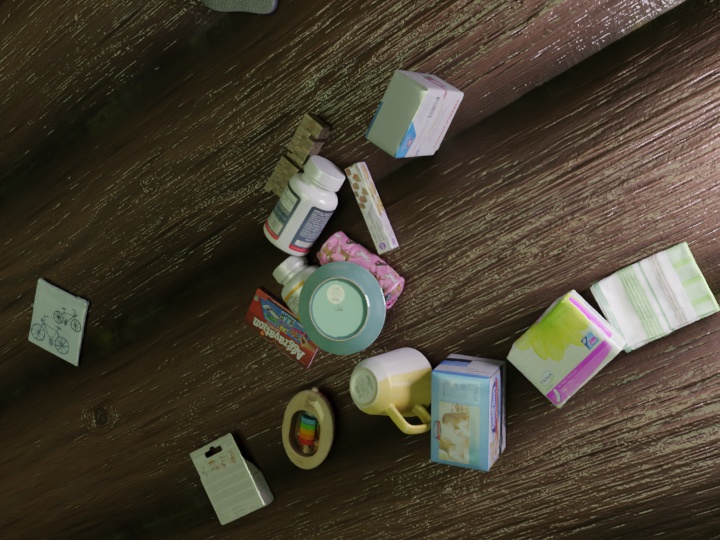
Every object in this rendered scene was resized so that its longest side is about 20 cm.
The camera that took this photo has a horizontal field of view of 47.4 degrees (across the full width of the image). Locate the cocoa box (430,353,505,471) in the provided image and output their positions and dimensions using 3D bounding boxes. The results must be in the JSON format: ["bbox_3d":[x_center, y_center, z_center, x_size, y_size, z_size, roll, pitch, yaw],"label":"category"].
[{"bbox_3d":[0.226,0.295,1.718,0.131,0.131,0.204,4,102,24],"label":"cocoa box"}]

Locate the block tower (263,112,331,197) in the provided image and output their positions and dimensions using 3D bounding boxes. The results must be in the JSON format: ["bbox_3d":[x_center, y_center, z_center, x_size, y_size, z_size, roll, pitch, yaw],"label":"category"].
[{"bbox_3d":[-0.138,-0.251,1.827,0.058,0.054,0.201,41,115,13],"label":"block tower"}]

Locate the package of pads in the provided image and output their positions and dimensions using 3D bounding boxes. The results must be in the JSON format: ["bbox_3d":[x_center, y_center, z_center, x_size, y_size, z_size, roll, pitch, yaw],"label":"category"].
[{"bbox_3d":[0.402,0.154,1.627,0.154,0.068,0.201,44,124,12],"label":"package of pads"}]

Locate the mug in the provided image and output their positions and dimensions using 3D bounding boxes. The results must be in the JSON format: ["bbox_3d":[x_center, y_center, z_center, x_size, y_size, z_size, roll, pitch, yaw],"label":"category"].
[{"bbox_3d":[0.069,0.247,1.742,0.185,0.152,0.152,15,98,41],"label":"mug"}]

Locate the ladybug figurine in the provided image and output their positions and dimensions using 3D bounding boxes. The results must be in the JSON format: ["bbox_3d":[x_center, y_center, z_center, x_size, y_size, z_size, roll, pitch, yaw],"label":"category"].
[{"bbox_3d":[-0.115,0.366,1.927,0.134,0.072,0.203,20,109,21],"label":"ladybug figurine"}]

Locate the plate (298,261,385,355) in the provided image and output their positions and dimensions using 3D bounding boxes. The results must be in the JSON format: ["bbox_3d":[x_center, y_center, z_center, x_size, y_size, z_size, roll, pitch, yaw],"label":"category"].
[{"bbox_3d":[-0.044,0.081,1.753,0.197,0.026,0.204,1,94,16],"label":"plate"}]

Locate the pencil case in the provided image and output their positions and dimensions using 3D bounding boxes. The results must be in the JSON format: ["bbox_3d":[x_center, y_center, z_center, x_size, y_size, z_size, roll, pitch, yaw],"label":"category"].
[{"bbox_3d":[0.000,0.000,1.795,0.199,0.086,0.083,38,132,15],"label":"pencil case"}]

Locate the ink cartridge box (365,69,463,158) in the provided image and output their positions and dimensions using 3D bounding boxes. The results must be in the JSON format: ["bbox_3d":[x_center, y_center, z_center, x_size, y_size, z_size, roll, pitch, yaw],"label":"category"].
[{"bbox_3d":[0.110,-0.307,1.618,0.084,0.199,0.146,34,112,19],"label":"ink cartridge box"}]

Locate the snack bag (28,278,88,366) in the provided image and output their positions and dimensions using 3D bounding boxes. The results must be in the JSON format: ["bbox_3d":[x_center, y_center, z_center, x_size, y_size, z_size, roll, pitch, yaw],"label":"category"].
[{"bbox_3d":[-0.831,0.138,2.253,0.186,0.021,0.203,22,109,19],"label":"snack bag"}]

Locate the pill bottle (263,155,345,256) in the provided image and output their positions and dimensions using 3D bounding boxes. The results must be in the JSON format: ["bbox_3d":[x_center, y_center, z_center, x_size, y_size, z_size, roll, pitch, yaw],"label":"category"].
[{"bbox_3d":[-0.119,-0.144,1.803,0.119,0.119,0.201,39,114,13],"label":"pill bottle"}]

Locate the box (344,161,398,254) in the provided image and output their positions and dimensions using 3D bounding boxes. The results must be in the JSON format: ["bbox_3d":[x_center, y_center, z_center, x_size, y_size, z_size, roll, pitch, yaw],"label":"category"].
[{"bbox_3d":[0.025,-0.137,1.780,0.038,0.041,0.203,-22,89,27],"label":"box"}]

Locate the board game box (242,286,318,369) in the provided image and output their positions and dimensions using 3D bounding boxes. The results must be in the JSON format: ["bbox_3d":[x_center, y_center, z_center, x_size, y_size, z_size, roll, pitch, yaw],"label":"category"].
[{"bbox_3d":[-0.183,0.136,1.945,0.199,0.019,0.104,34,114,16],"label":"board game box"}]

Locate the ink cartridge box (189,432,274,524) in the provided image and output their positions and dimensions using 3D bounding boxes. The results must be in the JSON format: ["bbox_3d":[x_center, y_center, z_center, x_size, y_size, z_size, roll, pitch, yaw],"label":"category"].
[{"bbox_3d":[-0.328,0.524,2.078,0.160,0.050,0.202,-29,83,27],"label":"ink cartridge box"}]

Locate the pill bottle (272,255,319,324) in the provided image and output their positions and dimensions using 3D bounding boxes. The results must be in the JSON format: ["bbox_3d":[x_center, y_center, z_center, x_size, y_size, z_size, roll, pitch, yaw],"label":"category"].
[{"bbox_3d":[-0.107,0.062,1.841,0.113,0.113,0.201,-42,82,26],"label":"pill bottle"}]

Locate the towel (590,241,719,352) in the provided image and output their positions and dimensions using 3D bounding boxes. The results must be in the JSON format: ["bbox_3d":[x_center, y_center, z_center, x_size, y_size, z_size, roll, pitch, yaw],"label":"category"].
[{"bbox_3d":[0.560,0.053,1.568,0.199,0.031,0.151,-29,88,27],"label":"towel"}]

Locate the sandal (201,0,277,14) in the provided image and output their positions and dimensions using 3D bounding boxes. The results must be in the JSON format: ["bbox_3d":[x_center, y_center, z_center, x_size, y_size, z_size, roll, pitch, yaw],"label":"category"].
[{"bbox_3d":[-0.277,-0.612,1.835,0.197,0.043,0.077,18,115,11],"label":"sandal"}]
